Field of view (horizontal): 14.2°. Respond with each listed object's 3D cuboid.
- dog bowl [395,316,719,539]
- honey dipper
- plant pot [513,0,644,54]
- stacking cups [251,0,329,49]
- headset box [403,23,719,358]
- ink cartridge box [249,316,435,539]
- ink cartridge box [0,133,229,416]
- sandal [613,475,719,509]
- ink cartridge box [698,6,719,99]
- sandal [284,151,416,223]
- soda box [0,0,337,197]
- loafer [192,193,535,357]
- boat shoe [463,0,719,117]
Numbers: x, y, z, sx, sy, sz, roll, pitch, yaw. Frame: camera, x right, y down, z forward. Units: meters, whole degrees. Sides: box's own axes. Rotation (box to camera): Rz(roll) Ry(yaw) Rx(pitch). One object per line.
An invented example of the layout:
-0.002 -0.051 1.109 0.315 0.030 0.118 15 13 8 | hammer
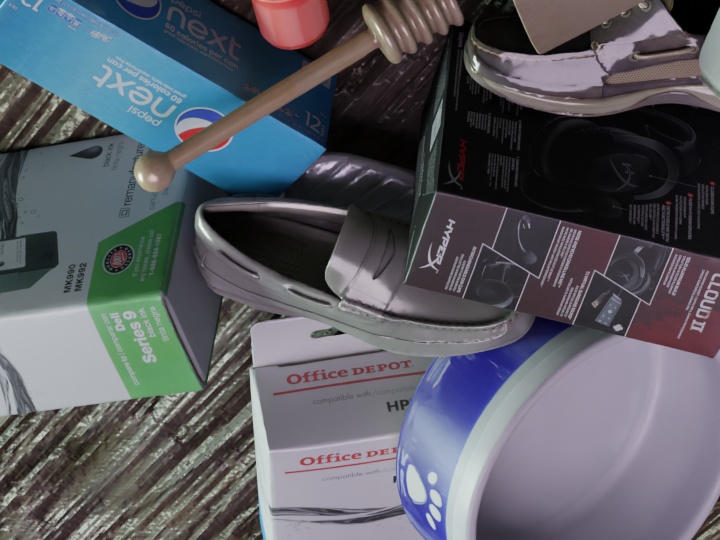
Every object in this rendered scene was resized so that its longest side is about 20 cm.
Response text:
0.121 0.101 1.676 0.199 0.079 0.201 -20 128 -27 | dog bowl
-0.036 -0.100 1.581 0.199 0.038 0.038 -32 129 -4 | honey dipper
0.151 -0.227 1.412 0.199 0.188 0.188 -19 131 9 | plant pot
-0.052 -0.206 1.538 0.060 0.061 0.201 -2 140 10 | stacking cups
0.132 -0.044 1.600 0.199 0.149 0.077 14 133 -7 | headset box
-0.004 0.109 1.732 0.115 0.068 0.201 -9 141 -6 | ink cartridge box
-0.185 0.004 1.693 0.199 0.146 0.084 -8 134 15 | ink cartridge box
0.146 0.114 1.813 0.199 0.081 0.054 2 151 8 | sandal
0.299 -0.124 1.507 0.199 0.086 0.147 19 105 -13 | ink cartridge box
0.054 -0.028 1.692 0.206 0.059 0.079 24 114 -14 | sandal
-0.114 -0.117 1.621 0.199 0.064 0.068 30 132 -20 | soda box
0.000 0.000 1.614 0.199 0.070 0.070 9 154 14 | loafer
0.156 -0.132 1.574 0.199 0.075 0.074 0 125 -4 | boat shoe
